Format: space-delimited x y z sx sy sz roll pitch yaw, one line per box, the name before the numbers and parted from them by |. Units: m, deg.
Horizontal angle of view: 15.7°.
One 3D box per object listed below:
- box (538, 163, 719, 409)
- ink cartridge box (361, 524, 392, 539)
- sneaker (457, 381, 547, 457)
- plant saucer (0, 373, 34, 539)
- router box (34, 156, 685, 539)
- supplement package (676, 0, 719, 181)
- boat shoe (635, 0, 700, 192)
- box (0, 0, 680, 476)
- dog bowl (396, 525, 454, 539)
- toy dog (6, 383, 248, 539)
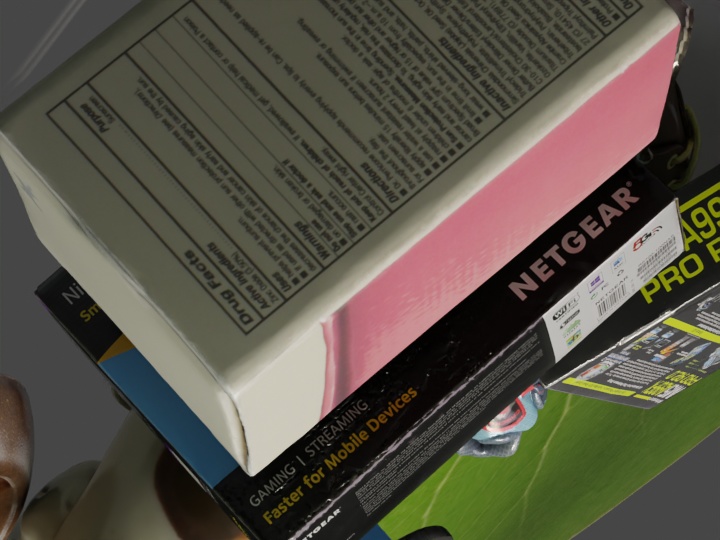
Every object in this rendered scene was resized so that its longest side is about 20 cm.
box | 0.160 -0.001 1.128 0.160 0.044 0.200 -32 166 14
ink cartridge box | -0.086 0.189 1.272 0.147 0.146 0.200 -52 163 27
sneaker | 0.077 0.038 1.331 0.079 0.096 0.200 -2 157 -3
plant saucer | -0.202 0.121 1.035 0.200 0.032 0.200 -39 162 -15
router box | 0.000 0.000 0.990 0.200 0.149 0.051 -41 154 -9
supplement package | 0.167 -0.055 1.307 0.120 0.121 0.200 -38 162 -14
boat shoe | 0.115 -0.052 1.140 0.200 0.059 0.072 109 2 -53
box | -0.006 -0.048 0.901 0.200 0.128 0.109 -39 164 -11
dog bowl | -0.004 0.208 1.126 0.200 0.074 0.200 -44 162 -18
toy dog | -0.055 0.066 1.080 0.200 0.139 0.194 -59 170 5
